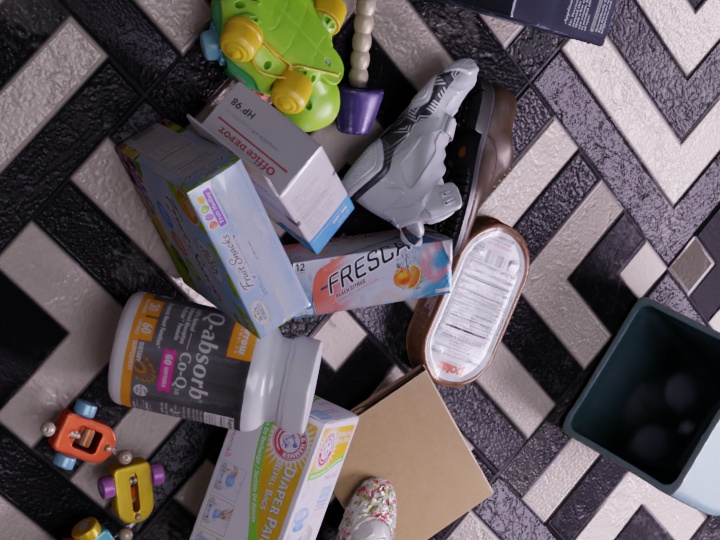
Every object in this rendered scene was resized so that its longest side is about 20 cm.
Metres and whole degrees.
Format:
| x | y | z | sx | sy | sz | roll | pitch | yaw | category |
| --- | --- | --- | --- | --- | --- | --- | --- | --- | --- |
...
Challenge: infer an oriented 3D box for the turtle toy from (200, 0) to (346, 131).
| x | y | z | sx | sy | sz | roll | pitch | yaw | category |
| --- | --- | --- | --- | --- | --- | --- | --- | --- | --- |
| -0.082 | -0.218 | 1.545 | 0.200 | 0.100 | 0.147 | 46 | 51 | -31 | turtle toy |

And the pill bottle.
| x | y | z | sx | sy | sz | roll | pitch | yaw | category |
| --- | --- | --- | --- | --- | --- | --- | --- | --- | --- |
| -0.143 | 0.095 | 1.551 | 0.197 | 0.116 | 0.118 | 11 | 101 | 2 | pill bottle |

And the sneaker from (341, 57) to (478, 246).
| x | y | z | sx | sy | sz | roll | pitch | yaw | category |
| --- | --- | --- | --- | --- | --- | --- | --- | --- | --- |
| 0.079 | -0.124 | 1.664 | 0.115 | 0.075 | 0.200 | 43 | 86 | -1 | sneaker |

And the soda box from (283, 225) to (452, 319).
| x | y | z | sx | sy | sz | roll | pitch | yaw | category |
| --- | --- | --- | --- | --- | --- | --- | --- | --- | --- |
| 0.000 | 0.000 | 1.680 | 0.198 | 0.068 | 0.064 | -10 | 109 | -26 | soda box |

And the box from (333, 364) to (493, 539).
| x | y | z | sx | sy | sz | roll | pitch | yaw | category |
| --- | --- | --- | --- | --- | --- | --- | --- | --- | --- |
| 0.047 | 0.228 | 1.790 | 0.163 | 0.021 | 0.201 | -33 | 119 | -6 | box |

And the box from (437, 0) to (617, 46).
| x | y | z | sx | sy | sz | roll | pitch | yaw | category |
| --- | --- | --- | --- | --- | --- | --- | --- | --- | --- |
| 0.135 | -0.314 | 1.556 | 0.199 | 0.195 | 0.119 | 3 | 106 | -55 | box |

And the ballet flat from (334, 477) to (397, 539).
| x | y | z | sx | sy | sz | roll | pitch | yaw | category |
| --- | --- | --- | --- | --- | --- | --- | --- | --- | --- |
| -0.002 | 0.334 | 1.767 | 0.075 | 0.064 | 0.202 | 14 | 106 | -26 | ballet flat |

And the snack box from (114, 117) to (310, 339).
| x | y | z | sx | sy | sz | roll | pitch | yaw | category |
| --- | --- | --- | --- | --- | --- | --- | --- | --- | --- |
| -0.146 | -0.044 | 1.506 | 0.067 | 0.200 | 0.170 | -34 | 118 | -17 | snack box |

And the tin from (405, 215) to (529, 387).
| x | y | z | sx | sy | sz | roll | pitch | yaw | category |
| --- | --- | --- | --- | --- | --- | --- | --- | --- | --- |
| 0.124 | 0.037 | 1.785 | 0.111 | 0.042 | 0.202 | 20 | 94 | -29 | tin |

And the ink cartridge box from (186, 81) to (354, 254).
| x | y | z | sx | sy | sz | roll | pitch | yaw | category |
| --- | --- | --- | --- | --- | --- | --- | --- | --- | --- |
| -0.084 | -0.105 | 1.518 | 0.067 | 0.116 | 0.200 | -49 | 159 | -7 | ink cartridge box |

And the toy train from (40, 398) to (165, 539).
| x | y | z | sx | sy | sz | roll | pitch | yaw | category |
| --- | --- | --- | --- | --- | --- | --- | --- | --- | --- |
| -0.287 | 0.234 | 1.597 | 0.149 | 0.055 | 0.202 | 19 | 92 | -32 | toy train |

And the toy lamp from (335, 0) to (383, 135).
| x | y | z | sx | sy | sz | roll | pitch | yaw | category |
| --- | --- | --- | --- | --- | --- | --- | --- | --- | --- |
| 0.002 | -0.243 | 1.617 | 0.058 | 0.058 | 0.203 | -3 | 106 | -29 | toy lamp |

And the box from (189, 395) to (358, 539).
| x | y | z | sx | sy | sz | roll | pitch | yaw | category |
| --- | --- | --- | --- | --- | --- | --- | --- | --- | --- |
| -0.094 | 0.230 | 1.651 | 0.202 | 0.100 | 0.112 | -70 | 161 | 4 | box |

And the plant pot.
| x | y | z | sx | sy | sz | roll | pitch | yaw | category |
| --- | --- | --- | --- | --- | --- | --- | --- | --- | --- |
| 0.409 | 0.188 | 1.911 | 0.200 | 0.196 | 0.197 | 36 | 85 | -41 | plant pot |

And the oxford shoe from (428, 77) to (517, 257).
| x | y | z | sx | sy | sz | roll | pitch | yaw | category |
| --- | --- | --- | --- | --- | --- | --- | --- | --- | --- |
| 0.132 | -0.106 | 1.726 | 0.084 | 0.072 | 0.202 | 11 | 99 | -35 | oxford shoe |
